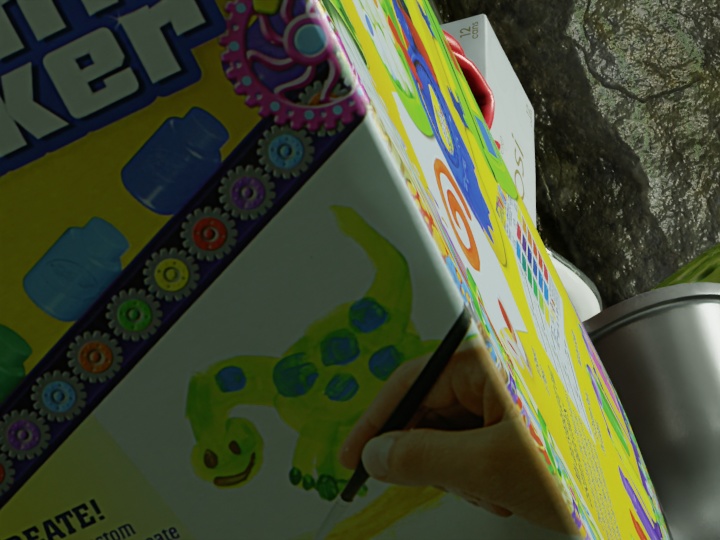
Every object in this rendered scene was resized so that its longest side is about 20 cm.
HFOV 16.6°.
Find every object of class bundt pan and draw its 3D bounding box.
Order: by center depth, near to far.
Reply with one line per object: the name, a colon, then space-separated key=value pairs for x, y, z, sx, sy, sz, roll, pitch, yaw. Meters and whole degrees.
bundt pan: x=0.099 y=0.090 z=0.806 sx=0.202 sy=0.201 sz=0.076 roll=54 pitch=13 yaw=-58

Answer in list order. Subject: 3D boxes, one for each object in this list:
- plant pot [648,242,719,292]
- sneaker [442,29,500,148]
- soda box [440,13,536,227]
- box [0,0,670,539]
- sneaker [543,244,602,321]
plant pot: x=0.170 y=0.089 z=1.021 sx=0.200 sy=0.181 sz=0.200 roll=63 pitch=-14 yaw=1
sneaker: x=0.000 y=0.000 z=0.721 sx=0.200 sy=0.115 sz=0.079 roll=51 pitch=16 yaw=-63
soda box: x=0.033 y=-0.005 z=1.006 sx=0.068 sy=0.063 sz=0.201 roll=58 pitch=25 yaw=-46
box: x=-0.033 y=0.007 z=0.432 sx=0.200 sy=0.121 sz=0.194 roll=-95 pitch=160 yaw=-68
sneaker: x=-0.004 y=0.018 z=0.842 sx=0.199 sy=0.116 sz=0.075 roll=32 pitch=-20 yaw=-29
